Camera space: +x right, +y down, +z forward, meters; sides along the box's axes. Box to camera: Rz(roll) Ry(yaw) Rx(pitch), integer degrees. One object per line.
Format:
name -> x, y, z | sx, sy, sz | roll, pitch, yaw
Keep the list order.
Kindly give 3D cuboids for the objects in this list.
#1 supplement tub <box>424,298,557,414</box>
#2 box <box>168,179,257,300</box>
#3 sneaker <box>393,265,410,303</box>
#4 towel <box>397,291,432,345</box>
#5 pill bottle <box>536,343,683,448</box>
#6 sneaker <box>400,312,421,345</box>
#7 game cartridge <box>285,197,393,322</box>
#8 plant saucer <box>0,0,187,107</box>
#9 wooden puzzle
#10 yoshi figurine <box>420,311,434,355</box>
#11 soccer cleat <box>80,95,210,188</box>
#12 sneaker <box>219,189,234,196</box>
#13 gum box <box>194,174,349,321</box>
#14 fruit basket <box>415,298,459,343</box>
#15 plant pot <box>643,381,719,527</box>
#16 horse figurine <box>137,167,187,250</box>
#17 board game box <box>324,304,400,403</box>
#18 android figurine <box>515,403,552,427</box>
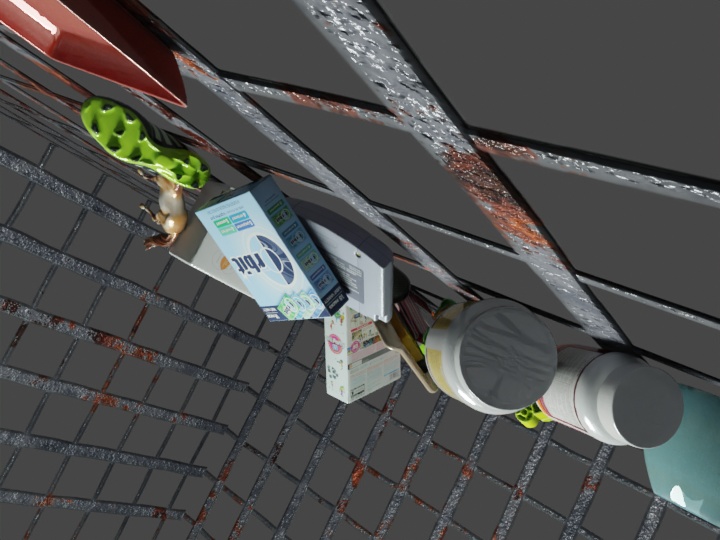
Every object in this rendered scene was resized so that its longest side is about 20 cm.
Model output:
supplement tub -> 0.169, 0.111, 0.937 | 0.144, 0.147, 0.200 | 27, 175, -2
box -> -0.211, -0.046, 1.267 | 0.199, 0.153, 0.106 | 32, 173, -37
sneaker -> 0.000, 0.000, 1.077 | 0.198, 0.077, 0.114 | 29, 174, -18
towel -> 0.112, 0.096, 1.322 | 0.200, 0.022, 0.146 | 37, -157, -58
pill bottle -> 0.301, 0.153, 0.876 | 0.109, 0.110, 0.200 | 28, 174, -9
sneaker -> 0.059, 0.074, 1.442 | 0.200, 0.075, 0.079 | 50, -177, -7
game cartridge -> -0.039, -0.020, 0.962 | 0.199, 0.041, 0.134 | 28, 138, 26
plant saucer -> -0.249, -0.212, 0.542 | 0.199, 0.037, 0.199 | 23, 173, 29
wooden puzzle -> 0.064, 0.099, 1.205 | 0.200, 0.037, 0.186 | 48, -169, -50
yoshi figurine -> 0.200, 0.162, 1.474 | 0.199, 0.113, 0.112 | 28, -178, 22
soccer cleat -> -0.299, -0.176, 0.978 | 0.199, 0.068, 0.081 | 31, -174, -38
sneaker -> -0.135, -0.076, 1.121 | 0.199, 0.077, 0.077 | 24, 163, -32
gum box -> -0.127, -0.022, 0.985 | 0.169, 0.045, 0.201 | -8, 120, 52
fruit basket -> 0.177, 0.125, 1.162 | 0.184, 0.094, 0.200 | 28, -167, -9
plant pot -> 0.444, 0.244, 0.895 | 0.198, 0.136, 0.200 | 27, 174, 3
horse figurine -> -0.337, -0.123, 1.214 | 0.132, 0.202, 0.050 | 26, -149, 38
board game box -> 0.005, 0.129, 1.343 | 0.064, 0.203, 0.147 | 16, -155, 42
android figurine -> 0.338, 0.208, 1.120 | 0.180, 0.042, 0.200 | -19, 156, 14
